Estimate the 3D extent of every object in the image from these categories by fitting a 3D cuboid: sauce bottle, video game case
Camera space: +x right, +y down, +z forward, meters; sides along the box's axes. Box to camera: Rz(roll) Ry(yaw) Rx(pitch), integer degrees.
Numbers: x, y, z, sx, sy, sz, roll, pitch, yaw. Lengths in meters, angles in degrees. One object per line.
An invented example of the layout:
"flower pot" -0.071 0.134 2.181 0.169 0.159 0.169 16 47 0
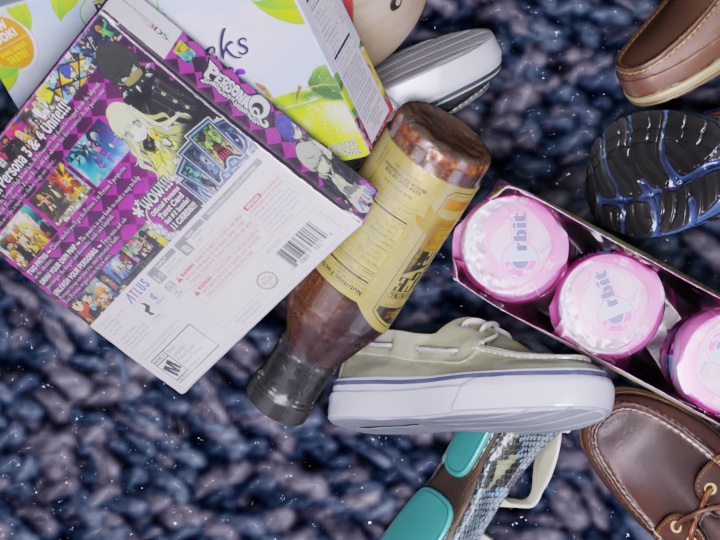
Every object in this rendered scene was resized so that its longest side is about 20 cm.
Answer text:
"sauce bottle" 0.000 0.000 1.293 0.066 0.066 0.201 32 114 -1
"video game case" -0.115 -0.039 1.269 0.181 0.036 0.200 38 133 -10

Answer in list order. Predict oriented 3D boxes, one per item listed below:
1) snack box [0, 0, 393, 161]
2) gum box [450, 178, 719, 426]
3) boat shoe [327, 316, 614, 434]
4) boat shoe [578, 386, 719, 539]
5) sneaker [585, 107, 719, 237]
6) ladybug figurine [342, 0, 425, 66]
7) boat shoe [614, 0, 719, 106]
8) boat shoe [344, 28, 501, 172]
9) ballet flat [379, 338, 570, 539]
"snack box" -0.100 -0.115 1.262 0.199 0.053 0.143 -11 120 29
"gum box" 0.143 0.018 1.302 0.199 0.114 0.066 28 93 0
"boat shoe" 0.057 0.057 1.282 0.199 0.072 0.063 -4 75 42
"boat shoe" 0.210 0.145 1.320 0.200 0.070 0.070 40 100 -6
"sneaker" 0.217 -0.061 1.296 0.199 0.078 0.076 -13 77 35
"ladybug figurine" -0.060 -0.168 1.312 0.198 0.072 0.137 -6 87 4
"boat shoe" 0.216 -0.178 1.306 0.200 0.072 0.068 -43 117 -3
"boat shoe" 0.001 -0.070 1.330 0.199 0.072 0.071 -29 107 6
"ballet flat" 0.069 0.138 1.336 0.074 0.074 0.201 32 96 -1
